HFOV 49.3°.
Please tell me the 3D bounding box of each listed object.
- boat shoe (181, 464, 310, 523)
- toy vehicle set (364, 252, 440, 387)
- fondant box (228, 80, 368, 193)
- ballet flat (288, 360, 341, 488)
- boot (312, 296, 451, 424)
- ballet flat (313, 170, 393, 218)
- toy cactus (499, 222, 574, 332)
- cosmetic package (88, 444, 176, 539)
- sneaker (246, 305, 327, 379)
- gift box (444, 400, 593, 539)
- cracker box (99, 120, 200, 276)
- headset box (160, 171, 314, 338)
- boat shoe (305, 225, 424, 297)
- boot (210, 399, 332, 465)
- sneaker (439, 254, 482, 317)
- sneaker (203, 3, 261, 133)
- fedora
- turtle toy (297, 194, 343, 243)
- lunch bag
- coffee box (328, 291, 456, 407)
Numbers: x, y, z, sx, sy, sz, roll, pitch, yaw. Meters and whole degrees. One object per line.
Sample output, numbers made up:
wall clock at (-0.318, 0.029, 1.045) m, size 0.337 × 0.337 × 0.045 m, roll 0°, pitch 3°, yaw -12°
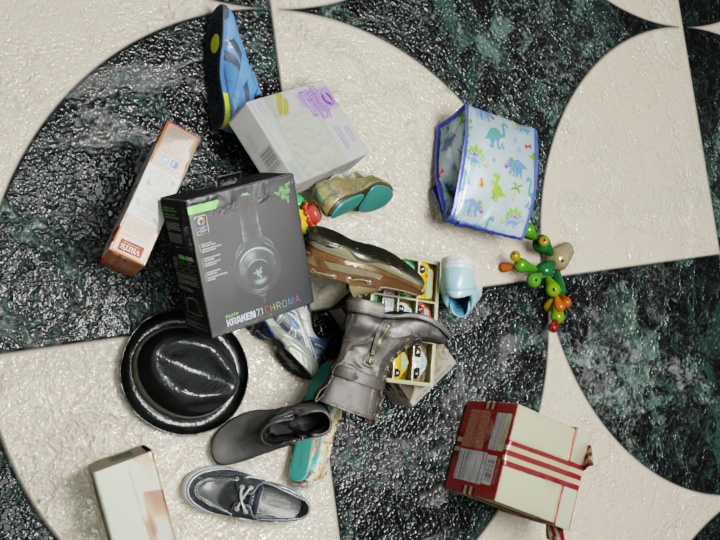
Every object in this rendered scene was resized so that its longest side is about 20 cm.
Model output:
boat shoe at (-0.168, 0.342, 1.178) m, size 0.196 × 0.067 × 0.073 m, roll 21°, pitch 75°, yaw -21°
toy vehicle set at (0.064, 0.078, 1.256) m, size 0.121 × 0.026 × 0.206 m, roll 8°, pitch 80°, yaw -23°
fondant box at (-0.093, -0.209, 1.238) m, size 0.146 × 0.058 × 0.199 m, roll 56°, pitch 39°, yaw 1°
ballet flat at (-0.064, 0.246, 1.251) m, size 0.064 × 0.074 × 0.204 m, roll 31°, pitch 73°, yaw -51°
boot at (0.034, 0.144, 1.191) m, size 0.196 × 0.069 × 0.179 m, roll 15°, pitch 83°, yaw -17°
ballet flat at (-0.012, -0.131, 1.287) m, size 0.199 × 0.070 × 0.072 m, roll -20°, pitch 92°, yaw -57°
toy cactus at (0.348, -0.001, 1.470) m, size 0.164 × 0.101 × 0.203 m, roll -33°, pitch 96°, yaw -44°
cosmetic package at (-0.308, 0.357, 1.091) m, size 0.086 × 0.103 × 0.205 m, roll -15°, pitch 91°, yaw -25°
sneaker at (-0.126, 0.075, 1.239) m, size 0.201 × 0.076 × 0.086 m, roll 52°, pitch 56°, yaw -19°
gift box at (0.278, 0.336, 1.325) m, size 0.184 × 0.199 × 0.189 m, roll 24°, pitch 79°, yaw -22°
cracker box at (-0.306, -0.100, 1.132) m, size 0.057 × 0.133 × 0.204 m, roll 25°, pitch 73°, yaw -20°
headset box at (-0.170, -0.034, 1.097) m, size 0.171 × 0.092 × 0.205 m, roll -17°, pitch 106°, yaw -34°
boat shoe at (0.000, 0.000, 1.198) m, size 0.196 × 0.076 × 0.075 m, roll 22°, pitch 107°, yaw -12°
boot at (-0.137, 0.235, 1.146) m, size 0.196 × 0.132 × 0.071 m, roll -22°, pitch 86°, yaw -2°
sneaker at (0.164, 0.043, 1.320) m, size 0.072 × 0.200 × 0.084 m, roll 1°, pitch 72°, yaw 17°
sneaker at (-0.202, -0.318, 1.254) m, size 0.077 × 0.065 × 0.206 m, roll -1°, pitch 84°, yaw -37°
fedora at (-0.248, 0.149, 1.149) m, size 0.196 × 0.091 × 0.206 m, roll 3°, pitch 82°, yaw -25°
turtle toy at (-0.105, -0.057, 1.240) m, size 0.197 × 0.101 × 0.149 m, roll 28°, pitch 72°, yaw -20°
lunch bag at (0.222, -0.164, 1.398) m, size 0.166 × 0.127 × 0.205 m, roll 11°, pitch 69°, yaw -24°
coffee box at (0.053, 0.110, 1.306) m, size 0.113 × 0.079 × 0.202 m, roll -39°, pitch 100°, yaw -23°
